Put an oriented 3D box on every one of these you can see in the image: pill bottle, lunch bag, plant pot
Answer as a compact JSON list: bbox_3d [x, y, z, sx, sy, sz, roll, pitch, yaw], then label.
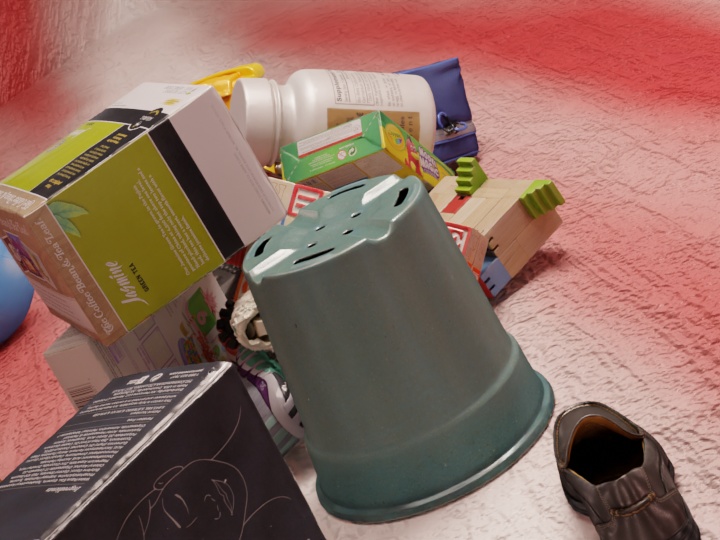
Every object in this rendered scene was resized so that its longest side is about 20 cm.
[{"bbox_3d":[-0.031,-0.149,1.595,0.198,0.116,0.114,1,13,-17],"label":"pill bottle"},{"bbox_3d":[0.041,-0.158,1.764,0.199,0.134,0.135,-6,11,46],"label":"lunch bag"},{"bbox_3d":[0.016,0.048,1.155,0.198,0.198,0.201,-24,19,9],"label":"plant pot"}]

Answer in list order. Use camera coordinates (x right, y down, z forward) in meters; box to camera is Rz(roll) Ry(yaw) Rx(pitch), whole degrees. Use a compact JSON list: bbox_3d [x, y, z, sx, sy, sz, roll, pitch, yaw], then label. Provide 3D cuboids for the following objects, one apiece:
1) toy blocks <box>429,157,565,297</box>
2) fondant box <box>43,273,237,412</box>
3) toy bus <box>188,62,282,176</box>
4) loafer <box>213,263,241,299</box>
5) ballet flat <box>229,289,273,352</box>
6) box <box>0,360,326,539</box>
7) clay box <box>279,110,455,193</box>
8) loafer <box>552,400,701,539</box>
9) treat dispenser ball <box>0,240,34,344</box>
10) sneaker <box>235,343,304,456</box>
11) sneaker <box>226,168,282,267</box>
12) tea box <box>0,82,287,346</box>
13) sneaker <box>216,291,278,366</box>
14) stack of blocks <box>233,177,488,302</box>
[{"bbox_3d":[0.089,-0.021,1.430,0.137,0.100,0.199,-46,24,-19],"label":"toy blocks"},{"bbox_3d":[-0.185,0.079,1.411,0.058,0.145,0.200,-16,21,32],"label":"fondant box"},{"bbox_3d":[-0.165,-0.120,1.756,0.134,0.202,0.192,-14,6,28],"label":"toy bus"},{"bbox_3d":[-0.156,0.055,1.571,0.073,0.071,0.200,23,63,41],"label":"loafer"},{"bbox_3d":[-0.014,0.030,1.275,0.198,0.072,0.072,-16,20,8],"label":"ballet flat"},{"bbox_3d":[-0.130,0.196,0.951,0.123,0.201,0.197,-11,23,40],"label":"box"},{"bbox_3d":[0.018,-0.087,1.543,0.114,0.048,0.200,-18,-24,22],"label":"clay box"},{"bbox_3d":[0.160,0.120,0.976,0.072,0.073,0.200,-27,18,-1],"label":"loafer"},{"bbox_3d":[-0.503,0.008,1.917,0.199,0.202,0.201,-23,19,8],"label":"treat dispenser ball"},{"bbox_3d":[-0.094,0.119,1.312,0.088,0.074,0.200,-47,12,-2],"label":"sneaker"},{"bbox_3d":[-0.123,-0.060,1.561,0.115,0.079,0.199,25,15,32],"label":"sneaker"},{"bbox_3d":[-0.203,-0.056,1.340,0.196,0.134,0.200,-36,20,-16],"label":"tea box"},{"bbox_3d":[-0.053,0.020,1.469,0.199,0.082,0.078,-39,60,-17],"label":"sneaker"},{"bbox_3d":[0.000,0.000,1.356,0.198,0.116,0.059,14,-4,21],"label":"stack of blocks"}]
